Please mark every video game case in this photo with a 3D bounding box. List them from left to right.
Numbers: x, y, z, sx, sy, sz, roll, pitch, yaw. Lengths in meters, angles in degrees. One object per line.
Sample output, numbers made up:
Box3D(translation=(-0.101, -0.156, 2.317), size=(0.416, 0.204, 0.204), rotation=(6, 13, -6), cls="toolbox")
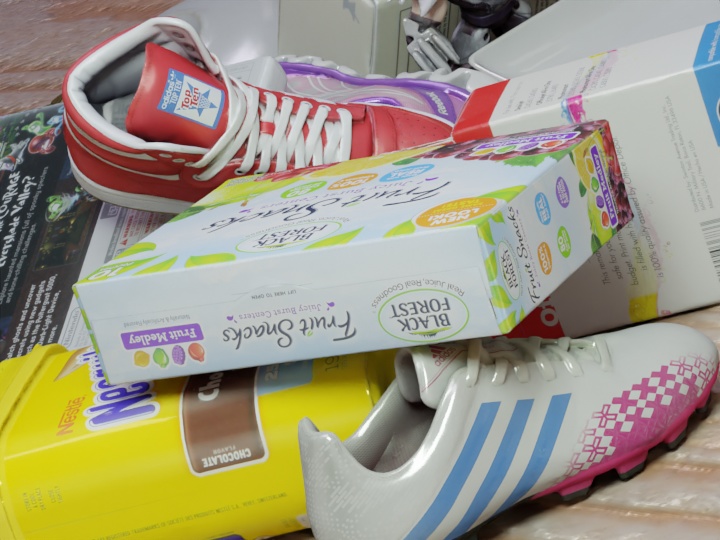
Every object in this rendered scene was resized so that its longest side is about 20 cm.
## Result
Box3D(translation=(-0.138, -0.017, 1.454), size=(0.181, 0.023, 0.200), rotation=(-10, 46, 27), cls="video game case")

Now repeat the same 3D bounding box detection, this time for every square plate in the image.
Box3D(translation=(0.193, -0.106, 1.494), size=(0.200, 0.028, 0.198), rotation=(-32, 47, -31), cls="square plate")

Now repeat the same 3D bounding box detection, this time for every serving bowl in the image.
Box3D(translation=(-0.112, -0.108, 1.762), size=(0.200, 0.066, 0.200), rotation=(-28, 33, 20), cls="serving bowl")

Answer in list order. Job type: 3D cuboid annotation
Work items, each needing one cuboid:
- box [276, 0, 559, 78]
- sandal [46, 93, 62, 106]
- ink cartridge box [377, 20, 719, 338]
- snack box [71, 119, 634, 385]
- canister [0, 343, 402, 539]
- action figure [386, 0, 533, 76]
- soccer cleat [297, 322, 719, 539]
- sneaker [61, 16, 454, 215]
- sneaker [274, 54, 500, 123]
Box3D(translation=(0.062, -0.167, 1.665), size=(0.200, 0.128, 0.109), rotation=(-20, 50, -23), cls="box")
Box3D(translation=(-0.205, -0.027, 1.708), size=(0.200, 0.054, 0.080), rotation=(-53, 26, -12), cls="sandal")
Box3D(translation=(0.119, -0.039, 1.336), size=(0.200, 0.116, 0.067), rotation=(-14, 20, 19), cls="ink cartridge box")
Box3D(translation=(-0.002, -0.008, 1.220), size=(0.200, 0.053, 0.142), rotation=(-9, 17, 30), cls="snack box")
Box3D(translation=(-0.070, 0.072, 1.279), size=(0.200, 0.087, 0.149), rotation=(-15, 19, 14), cls="canister")
Box3D(translation=(0.073, -0.137, 1.551), size=(0.130, 0.200, 0.069), rotation=(-38, 59, -18), cls="action figure")
Box3D(translation=(0.063, 0.055, 1.176), size=(0.200, 0.087, 0.070), rotation=(-29, 20, -23), cls="soccer cleat")
Box3D(translation=(-0.046, -0.067, 1.350), size=(0.199, 0.071, 0.113), rotation=(2, -20, 3), cls="sneaker")
Box3D(translation=(-0.020, -0.066, 1.487), size=(0.200, 0.081, 0.088), rotation=(1, 16, 29), cls="sneaker")
